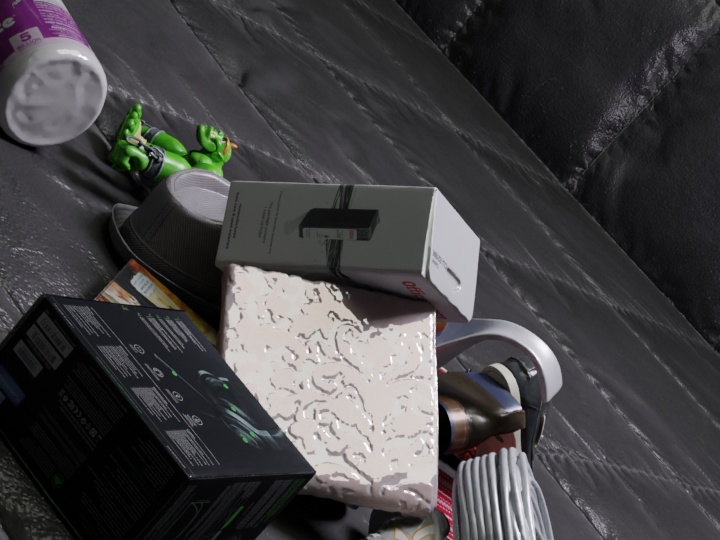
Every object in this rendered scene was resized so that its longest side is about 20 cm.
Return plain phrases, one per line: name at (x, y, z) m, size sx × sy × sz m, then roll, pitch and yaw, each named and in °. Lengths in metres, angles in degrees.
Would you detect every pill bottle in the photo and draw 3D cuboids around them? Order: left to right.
pill bottle at (-0.328, -0.220, 1.626) m, size 0.112 × 0.112 × 0.200 m, roll 25°, pitch 22°, yaw -47°

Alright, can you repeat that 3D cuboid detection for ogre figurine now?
ogre figurine at (-0.194, -0.110, 1.712) m, size 0.119 × 0.099 × 0.200 m, roll 26°, pitch -14°, yaw -12°

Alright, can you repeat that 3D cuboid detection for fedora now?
fedora at (-0.141, -0.033, 1.596) m, size 0.199 × 0.091 × 0.177 m, roll 16°, pitch 25°, yaw -49°

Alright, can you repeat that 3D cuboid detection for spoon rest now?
spoon rest at (0.094, 0.071, 1.596) m, size 0.199 × 0.061 × 0.099 m, roll 12°, pitch 26°, yaw 25°

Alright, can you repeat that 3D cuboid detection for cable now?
cable at (0.129, 0.254, 1.431) m, size 0.200 × 0.069 × 0.202 m, roll 53°, pitch 26°, yaw -66°

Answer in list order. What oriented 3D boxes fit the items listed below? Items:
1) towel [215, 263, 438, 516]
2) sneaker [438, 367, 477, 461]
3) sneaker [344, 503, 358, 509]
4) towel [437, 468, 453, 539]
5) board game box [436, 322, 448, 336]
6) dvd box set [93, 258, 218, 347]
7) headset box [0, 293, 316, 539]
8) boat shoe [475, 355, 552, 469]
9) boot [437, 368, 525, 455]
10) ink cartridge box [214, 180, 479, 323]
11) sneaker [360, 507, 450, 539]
towel at (-0.029, 0.099, 1.393) m, size 0.198 × 0.032 × 0.192 m, roll 12°, pitch 60°, yaw -19°
sneaker at (0.092, 0.153, 1.772) m, size 0.200 × 0.078 × 0.082 m, roll 44°, pitch 6°, yaw -27°
sneaker at (0.003, 0.153, 1.502) m, size 0.071 × 0.083 × 0.200 m, roll 43°, pitch 15°, yaw 5°
towel at (0.086, 0.240, 1.594) m, size 0.144 × 0.023 × 0.200 m, roll 39°, pitch 15°, yaw -18°
board game box at (0.000, 0.000, 1.601) m, size 0.039 × 0.198 × 0.159 m, roll 44°, pitch 36°, yaw -56°
dvd box set at (-0.142, 0.080, 1.434) m, size 0.200 × 0.029 × 0.146 m, roll 41°, pitch 14°, yaw -5°
headset box at (-0.148, 0.114, 1.206) m, size 0.174 × 0.093 × 0.200 m, roll 48°, pitch 16°, yaw 20°
boat shoe at (0.159, 0.169, 1.682) m, size 0.067 × 0.201 × 0.072 m, roll -23°, pitch 42°, yaw -29°
boot at (0.072, 0.131, 1.637) m, size 0.096 × 0.075 × 0.200 m, roll -4°, pitch 16°, yaw -30°
ink cartridge box at (-0.007, -0.016, 1.500) m, size 0.198 × 0.084 × 0.144 m, roll 4°, pitch -17°, yaw 22°
sneaker at (0.022, 0.232, 1.362) m, size 0.092 × 0.076 × 0.200 m, roll 32°, pitch 16°, yaw -19°
